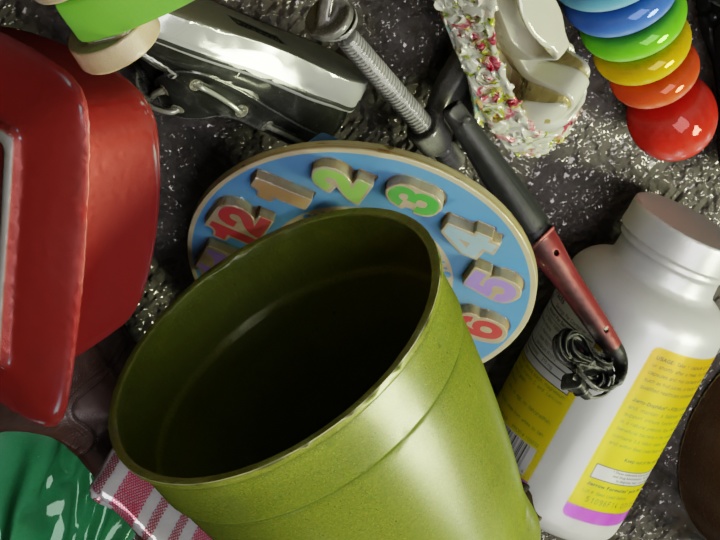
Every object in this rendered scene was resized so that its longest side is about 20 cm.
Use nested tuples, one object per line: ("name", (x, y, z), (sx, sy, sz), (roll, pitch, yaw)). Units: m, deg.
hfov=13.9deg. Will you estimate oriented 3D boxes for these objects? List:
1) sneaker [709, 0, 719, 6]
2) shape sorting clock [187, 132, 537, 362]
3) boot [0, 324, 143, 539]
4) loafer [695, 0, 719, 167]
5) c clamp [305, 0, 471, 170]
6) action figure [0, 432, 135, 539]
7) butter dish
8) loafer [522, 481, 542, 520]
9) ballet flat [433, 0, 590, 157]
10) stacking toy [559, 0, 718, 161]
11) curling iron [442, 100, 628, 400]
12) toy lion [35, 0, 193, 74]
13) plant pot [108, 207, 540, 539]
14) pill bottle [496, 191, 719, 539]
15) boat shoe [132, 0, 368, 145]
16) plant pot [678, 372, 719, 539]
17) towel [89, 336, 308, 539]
("sneaker", (0.214, -0.242, 1.624), (0.070, 0.090, 0.200), (8, 100, 0))
("shape sorting clock", (0.000, 0.000, 1.665), (0.200, 0.039, 0.200), (9, 138, 8))
("boot", (-0.151, 0.113, 1.643), (0.200, 0.064, 0.186), (53, 55, -21))
("loafer", (0.243, -0.131, 1.743), (0.070, 0.068, 0.201), (-27, 121, -33))
("c clamp", (0.026, -0.124, 1.630), (0.171, 0.027, 0.200), (-54, 141, -15))
("action figure", (-0.187, 0.174, 1.733), (0.118, 0.055, 0.200), (8, 110, -28))
("butter dish", (-0.171, -0.048, 1.564), (0.148, 0.199, 0.200), (-16, 123, -42))
("loafer", (0.048, 0.212, 1.739), (0.071, 0.073, 0.200), (38, 94, 5))
("ballet flat", (0.092, -0.121, 1.649), (0.076, 0.064, 0.200), (-56, 144, -17))
("stacking toy", (0.155, -0.142, 1.696), (0.085, 0.085, 0.200), (-30, 131, -5))
("curling iron", (0.101, -0.011, 1.681), (0.026, 0.050, 0.200), (-15, 112, 36))
("toy lion", (-0.072, -0.206, 1.494), (0.191, 0.200, 0.069), (-24, 124, 14))
("plant pot", (-0.001, 0.104, 1.596), (0.200, 0.200, 0.193), (-35, 122, -1))
("pill bottle", (0.152, 0.057, 1.779), (0.104, 0.104, 0.200), (18, 109, -29))
("boat shoe", (-0.087, -0.111, 1.608), (0.200, 0.071, 0.064), (21, 106, -32))
("plant pot", (0.326, 0.154, 1.847), (0.187, 0.200, 0.187), (-10, 120, -18))
("towel", (-0.056, 0.131, 1.671), (0.200, 0.030, 0.146), (46, 55, -23))
